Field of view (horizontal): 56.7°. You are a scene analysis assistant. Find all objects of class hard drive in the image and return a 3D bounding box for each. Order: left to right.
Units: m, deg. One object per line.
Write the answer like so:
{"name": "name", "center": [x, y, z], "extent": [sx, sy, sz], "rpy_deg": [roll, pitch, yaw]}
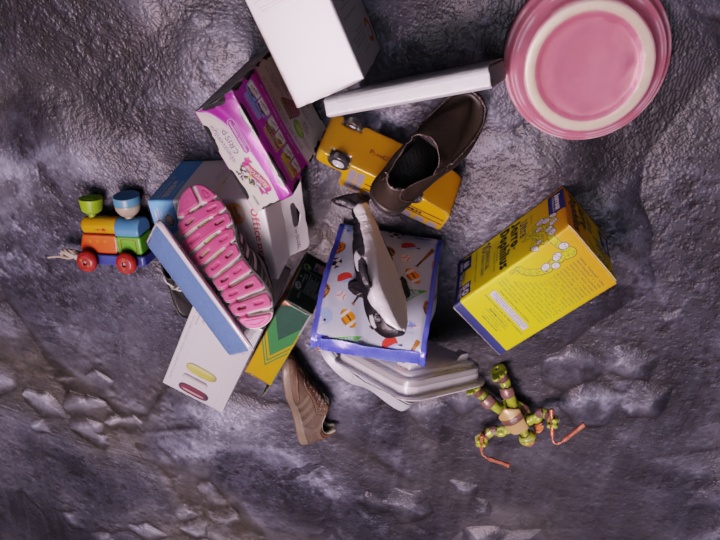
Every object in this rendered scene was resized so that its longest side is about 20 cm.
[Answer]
{"name": "hard drive", "center": [0.069, -0.220, 0.802], "extent": [0.194, 0.132, 0.027], "rpy_deg": [-5, 108, 22]}

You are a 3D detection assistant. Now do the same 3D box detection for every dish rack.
{"name": "dish rack", "center": [0.071, 0.131, 0.996], "extent": [0.198, 0.168, 0.045], "rpy_deg": [18, 109, 53]}

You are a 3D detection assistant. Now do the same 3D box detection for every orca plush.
{"name": "orca plush", "center": [0.000, 0.000, 0.873], "extent": [0.070, 0.104, 0.204], "rpy_deg": [-29, 79, 28]}

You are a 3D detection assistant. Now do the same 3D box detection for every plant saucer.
{"name": "plant saucer", "center": [0.270, -0.249, 0.798], "extent": [0.194, 0.051, 0.205], "rpy_deg": [6, 123, 9]}

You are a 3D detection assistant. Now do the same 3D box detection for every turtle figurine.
{"name": "turtle figurine", "center": [0.257, 0.233, 1.107], "extent": [0.197, 0.065, 0.163], "rpy_deg": [-27, 106, 36]}

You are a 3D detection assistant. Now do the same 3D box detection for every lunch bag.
{"name": "lunch bag", "center": [0.025, 0.047, 0.953], "extent": [0.165, 0.203, 0.126], "rpy_deg": [7, 131, 7]}

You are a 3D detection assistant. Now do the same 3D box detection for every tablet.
{"name": "tablet", "center": [-0.215, 0.029, 0.889], "extent": [0.202, 0.014, 0.130], "rpy_deg": [55, 156, -7]}

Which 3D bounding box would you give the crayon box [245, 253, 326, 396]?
{"name": "crayon box", "center": [-0.121, 0.089, 1.061], "extent": [0.050, 0.128, 0.202], "rpy_deg": [27, 124, -6]}

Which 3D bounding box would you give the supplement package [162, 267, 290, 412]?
{"name": "supplement package", "center": [-0.212, 0.089, 1.064], "extent": [0.109, 0.157, 0.202], "rpy_deg": [26, 124, -6]}

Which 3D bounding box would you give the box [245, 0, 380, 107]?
{"name": "box", "center": [-0.064, -0.321, 0.783], "extent": [0.095, 0.125, 0.203], "rpy_deg": [-16, 118, 22]}

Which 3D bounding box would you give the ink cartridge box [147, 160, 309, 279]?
{"name": "ink cartridge box", "center": [-0.179, -0.076, 0.968], "extent": [0.194, 0.126, 0.132], "rpy_deg": [0, 123, 13]}

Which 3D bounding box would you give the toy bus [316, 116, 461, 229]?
{"name": "toy bus", "center": [0.037, -0.133, 0.906], "extent": [0.195, 0.066, 0.078], "rpy_deg": [24, 160, -3]}

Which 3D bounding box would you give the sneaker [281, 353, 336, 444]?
{"name": "sneaker", "center": [-0.092, 0.222, 1.191], "extent": [0.073, 0.071, 0.204], "rpy_deg": [-11, 125, -3]}

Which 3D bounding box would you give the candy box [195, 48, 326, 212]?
{"name": "candy box", "center": [-0.116, -0.185, 0.836], "extent": [0.060, 0.202, 0.138], "rpy_deg": [-19, 116, 23]}

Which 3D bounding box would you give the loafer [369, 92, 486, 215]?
{"name": "loafer", "center": [0.094, -0.151, 0.834], "extent": [0.073, 0.071, 0.201], "rpy_deg": [40, 80, -1]}

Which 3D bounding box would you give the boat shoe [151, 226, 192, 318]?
{"name": "boat shoe", "center": [-0.299, 0.002, 1.081], "extent": [0.070, 0.068, 0.204], "rpy_deg": [11, 128, 12]}

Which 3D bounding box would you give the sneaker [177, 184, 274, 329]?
{"name": "sneaker", "center": [-0.174, -0.018, 0.884], "extent": [0.073, 0.087, 0.203], "rpy_deg": [-32, 91, 1]}

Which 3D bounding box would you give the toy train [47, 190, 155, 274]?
{"name": "toy train", "center": [-0.427, -0.067, 1.063], "extent": [0.194, 0.085, 0.119], "rpy_deg": [3, 113, 11]}

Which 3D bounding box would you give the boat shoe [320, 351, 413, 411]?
{"name": "boat shoe", "center": [0.024, 0.158, 1.117], "extent": [0.198, 0.073, 0.071], "rpy_deg": [33, 115, -22]}

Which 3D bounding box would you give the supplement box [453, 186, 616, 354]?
{"name": "supplement box", "center": [0.238, 0.003, 0.933], "extent": [0.109, 0.110, 0.199], "rpy_deg": [42, 121, -16]}
